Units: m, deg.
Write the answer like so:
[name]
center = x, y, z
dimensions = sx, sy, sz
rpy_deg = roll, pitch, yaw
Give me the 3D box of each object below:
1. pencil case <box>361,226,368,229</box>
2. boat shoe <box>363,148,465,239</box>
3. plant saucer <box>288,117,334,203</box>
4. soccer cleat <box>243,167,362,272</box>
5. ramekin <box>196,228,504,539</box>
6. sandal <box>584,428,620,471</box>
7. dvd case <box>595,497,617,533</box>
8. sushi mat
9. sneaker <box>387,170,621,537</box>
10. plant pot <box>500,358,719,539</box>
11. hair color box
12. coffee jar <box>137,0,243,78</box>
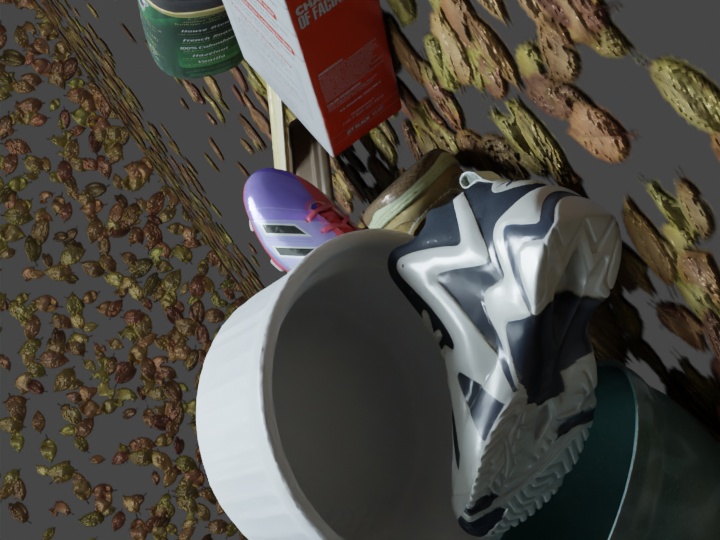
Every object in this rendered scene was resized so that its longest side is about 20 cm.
[pencil case]
center = 0.017, 0.023, 1.086
dimensions = 0.085, 0.092, 0.200
rpy_deg = 51, 170, 9
[boat shoe]
center = 0.052, -0.025, 0.824
dimensions = 0.076, 0.071, 0.200
rpy_deg = 53, -178, 6
[plant saucer]
center = -0.039, -0.037, 1.032
dimensions = 0.200, 0.029, 0.203
rpy_deg = 174, 90, -85
[soccer cleat]
center = 0.000, 0.000, 0.857
dimensions = 0.200, 0.067, 0.076
rpy_deg = 50, 144, 2
[ramekin]
center = -0.001, 0.085, 0.742
dimensions = 0.097, 0.200, 0.201
rpy_deg = -23, 106, 49
[sandal]
center = 0.111, 0.087, 0.879
dimensions = 0.200, 0.087, 0.080
rpy_deg = 38, 161, 51
[dvd case]
center = 0.198, 0.240, 0.866
dimensions = 0.201, 0.016, 0.149
rpy_deg = 64, 177, 13
[sushi mat]
center = -0.063, -0.086, 1.001
dimensions = 0.096, 0.012, 0.202
rpy_deg = -115, 21, -66
[sneaker]
center = 0.066, 0.036, 0.702
dimensions = 0.129, 0.079, 0.201
rpy_deg = 39, 130, 51
[plant pot]
center = 0.157, 0.171, 0.718
dimensions = 0.133, 0.202, 0.200
rpy_deg = 27, 174, -9
[hair color box]
center = -0.040, -0.171, 0.759
dimensions = 0.111, 0.064, 0.200
rpy_deg = 49, 171, 25
[coffee jar]
center = -0.121, -0.214, 0.894
dimensions = 0.200, 0.084, 0.106
rpy_deg = 131, 126, -81
